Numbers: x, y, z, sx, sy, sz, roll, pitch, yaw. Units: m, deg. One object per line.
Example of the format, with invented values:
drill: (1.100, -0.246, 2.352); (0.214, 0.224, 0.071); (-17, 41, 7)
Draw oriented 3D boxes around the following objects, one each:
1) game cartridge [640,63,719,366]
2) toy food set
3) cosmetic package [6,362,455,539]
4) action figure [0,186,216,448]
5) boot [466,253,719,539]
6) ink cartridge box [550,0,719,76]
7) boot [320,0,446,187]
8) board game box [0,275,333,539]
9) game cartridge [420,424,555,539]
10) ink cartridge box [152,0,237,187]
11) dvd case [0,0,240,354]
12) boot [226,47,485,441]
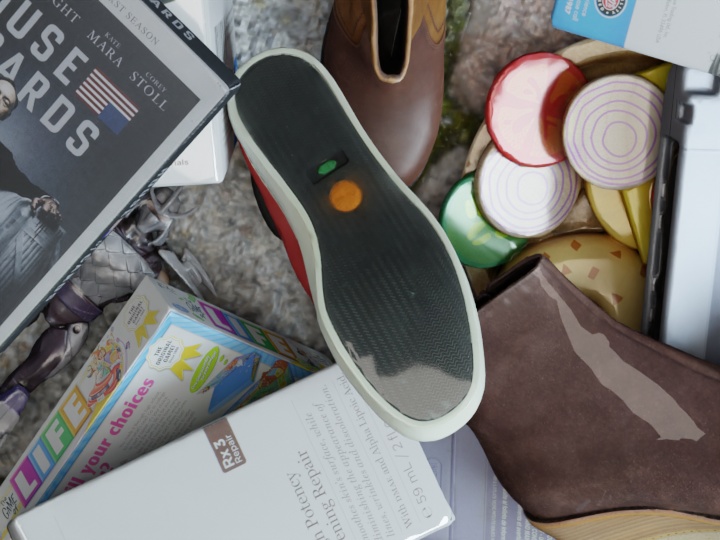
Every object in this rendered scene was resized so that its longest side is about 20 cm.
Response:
game cartridge: (0.213, -0.005, 1.015); (0.132, 0.042, 0.202); (0, 104, -18)
toy food set: (0.143, -0.031, 1.048); (0.198, 0.049, 0.200); (-19, 103, 3)
cosmetic package: (-0.066, 0.126, 0.983); (0.199, 0.074, 0.102); (-26, 87, -16)
action figure: (-0.162, 0.024, 1.043); (0.200, 0.069, 0.130); (-43, 98, 6)
boot: (0.138, 0.056, 0.951); (0.199, 0.073, 0.167); (-33, 109, 29)
ink cartridge box: (0.203, -0.152, 0.946); (0.198, 0.067, 0.117); (18, 125, 8)
boot: (0.021, -0.113, 0.946); (0.068, 0.200, 0.190); (9, 104, -5)
board game box: (-0.113, 0.112, 1.046); (0.134, 0.034, 0.201); (26, 105, -41)
game cartridge: (0.074, 0.114, 1.057); (0.128, 0.038, 0.202); (4, 119, 6)
ink cartridge box: (-0.109, -0.152, 0.961); (0.083, 0.145, 0.202); (-3, 104, 1)
dvd case: (-0.172, -0.066, 0.904); (0.150, 0.025, 0.200); (44, 109, -2)
boot: (0.000, 0.000, 0.976); (0.072, 0.144, 0.201); (-26, 75, -6)
